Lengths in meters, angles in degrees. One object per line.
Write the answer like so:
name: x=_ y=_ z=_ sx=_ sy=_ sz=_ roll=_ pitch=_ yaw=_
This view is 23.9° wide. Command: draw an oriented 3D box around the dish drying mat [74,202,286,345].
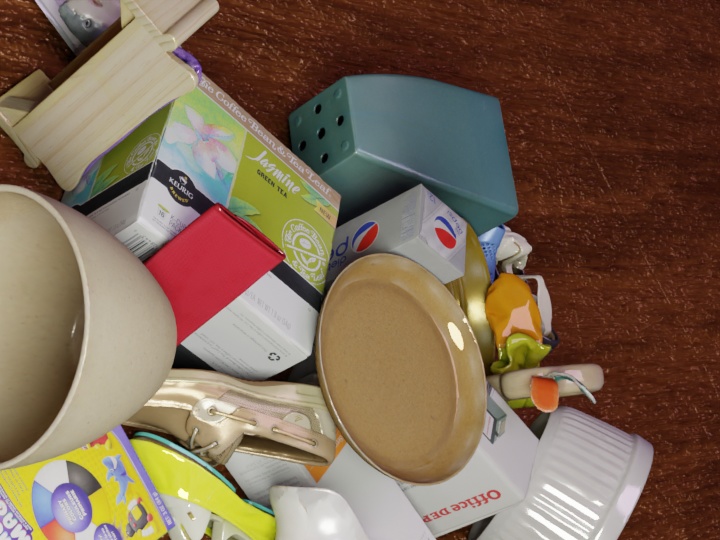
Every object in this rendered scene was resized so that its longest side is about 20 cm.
dish drying mat: x=-0.156 y=0.025 z=1.331 sx=0.077 sy=0.200 sz=0.018 roll=39 pitch=25 yaw=-30

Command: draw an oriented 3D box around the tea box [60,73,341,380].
tea box: x=-0.139 y=-0.029 z=1.440 sx=0.200 sy=0.134 sz=0.197 roll=40 pitch=39 yaw=-30

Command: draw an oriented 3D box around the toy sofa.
toy sofa: x=-0.202 y=-0.158 z=1.387 sx=0.098 sy=0.200 sz=0.083 roll=48 pitch=36 yaw=-10

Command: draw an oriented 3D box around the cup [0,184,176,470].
cup: x=-0.219 y=0.046 z=1.237 sx=0.143 sy=0.200 sz=0.201 roll=10 pitch=61 yaw=-54

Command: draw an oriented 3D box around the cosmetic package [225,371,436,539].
cosmetic package: x=-0.026 y=0.202 z=1.494 sx=0.200 sy=0.071 sz=0.101 roll=56 pitch=35 yaw=-12

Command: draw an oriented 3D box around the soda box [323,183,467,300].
soda box: x=0.000 y=0.000 z=1.545 sx=0.068 sy=0.200 sz=0.064 roll=38 pitch=41 yaw=-34

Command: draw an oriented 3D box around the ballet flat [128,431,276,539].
ballet flat: x=-0.119 y=0.204 z=1.385 sx=0.200 sy=0.067 sz=0.067 roll=38 pitch=60 yaw=-34

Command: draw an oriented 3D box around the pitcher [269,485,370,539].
pitcher: x=-0.038 y=0.295 z=1.358 sx=0.172 sy=0.121 sz=0.200 roll=41 pitch=56 yaw=-40

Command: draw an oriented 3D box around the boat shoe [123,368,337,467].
boat shoe: x=-0.115 y=0.122 z=1.373 sx=0.200 sy=0.071 sz=0.065 roll=5 pitch=66 yaw=-12

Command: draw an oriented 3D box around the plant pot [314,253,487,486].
plant pot: x=0.031 y=0.085 z=1.435 sx=0.200 sy=0.027 sz=0.200 roll=21 pitch=59 yaw=-39

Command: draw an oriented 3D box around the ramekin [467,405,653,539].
ramekin: x=0.188 y=0.226 z=1.652 sx=0.105 sy=0.200 sz=0.200 roll=32 pitch=38 yaw=1

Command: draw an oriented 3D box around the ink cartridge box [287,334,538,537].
ink cartridge box: x=0.046 y=0.142 z=1.562 sx=0.200 sy=0.146 sz=0.084 roll=49 pitch=37 yaw=-22

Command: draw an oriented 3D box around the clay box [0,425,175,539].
clay box: x=-0.233 y=0.187 z=1.254 sx=0.115 sy=0.048 sz=0.200 roll=61 pitch=34 yaw=-3

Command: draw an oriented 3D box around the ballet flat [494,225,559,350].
ballet flat: x=0.167 y=0.006 z=1.877 sx=0.073 sy=0.073 sz=0.200 roll=-9 pitch=75 yaw=-54

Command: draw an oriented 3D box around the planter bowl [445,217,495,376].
planter bowl: x=0.064 y=0.050 z=1.677 sx=0.200 sy=0.083 sz=0.201 roll=-5 pitch=90 yaw=-67

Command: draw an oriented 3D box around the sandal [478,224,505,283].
sandal: x=0.117 y=-0.033 z=1.815 sx=0.079 sy=0.087 sz=0.200 roll=9 pitch=69 yaw=-52

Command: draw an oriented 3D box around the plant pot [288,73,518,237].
plant pot: x=0.033 y=-0.114 z=1.723 sx=0.200 sy=0.141 sz=0.142 roll=17 pitch=55 yaw=-41

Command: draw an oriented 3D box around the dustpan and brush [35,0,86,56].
dustpan and brush: x=-0.229 y=-0.297 z=1.561 sx=0.140 sy=0.057 sz=0.200 roll=55 pitch=36 yaw=-13

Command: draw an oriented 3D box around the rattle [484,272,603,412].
rattle: x=0.172 y=0.067 z=1.628 sx=0.200 sy=0.130 sz=0.143 roll=42 pitch=57 yaw=-78

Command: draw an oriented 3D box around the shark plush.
shark plush: x=-0.196 y=-0.167 z=1.528 sx=0.091 sy=0.083 sz=0.200 roll=41 pitch=-23 yaw=50
